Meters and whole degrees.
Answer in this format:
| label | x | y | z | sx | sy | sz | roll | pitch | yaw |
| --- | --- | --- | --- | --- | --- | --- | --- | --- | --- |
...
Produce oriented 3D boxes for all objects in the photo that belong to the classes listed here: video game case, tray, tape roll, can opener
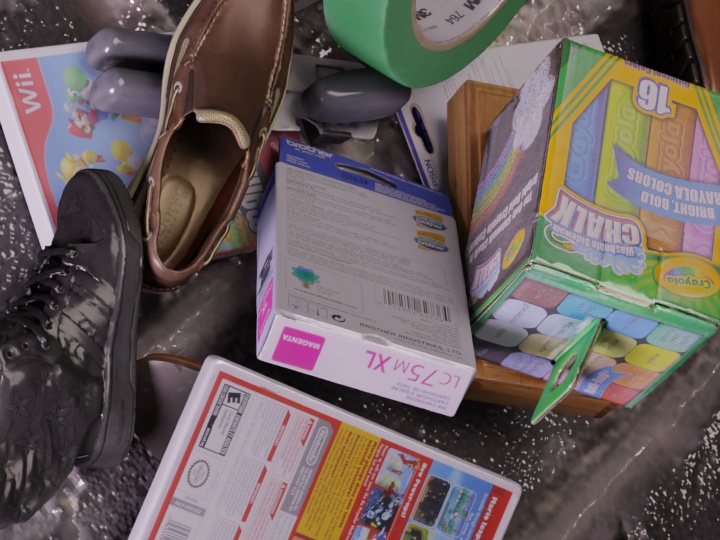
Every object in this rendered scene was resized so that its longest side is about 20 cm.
| label | x | y | z | sx | sy | sz | roll | pitch | yaw |
| --- | --- | --- | --- | --- | --- | --- | --- | --- | --- |
| video game case | -0.115 | -0.072 | 1.436 | 0.199 | 0.017 | 0.144 | -12 | 77 | -38 |
| tray | 0.106 | -0.015 | 1.474 | 0.098 | 0.037 | 0.201 | 9 | 62 | -19 |
| tape roll | 0.058 | -0.206 | 1.425 | 0.048 | 0.201 | 0.200 | 32 | 46 | 22 |
| can opener | -0.063 | -0.116 | 1.437 | 0.199 | 0.067 | 0.054 | 5 | 66 | -34 |
| video game case | -0.023 | 0.149 | 1.340 | 0.199 | 0.017 | 0.143 | 24 | 88 | -20 |

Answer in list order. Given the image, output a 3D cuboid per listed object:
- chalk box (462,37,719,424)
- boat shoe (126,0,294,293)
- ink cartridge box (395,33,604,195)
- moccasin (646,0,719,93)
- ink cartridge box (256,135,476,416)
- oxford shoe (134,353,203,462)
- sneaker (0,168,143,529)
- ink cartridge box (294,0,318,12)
| label | x | y | z | sx | sy | sz | roll | pitch | yaw |
| --- | --- | --- | --- | --- | --- | --- | --- | --- | --- |
| chalk box | 0.135 | -0.006 | 1.389 | 0.123 | 0.124 | 0.201 | 18 | 61 | -13 |
| boat shoe | -0.079 | -0.081 | 1.363 | 0.074 | 0.075 | 0.203 | 21 | 81 | -20 |
| ink cartridge box | 0.093 | -0.096 | 1.581 | 0.199 | 0.039 | 0.100 | -10 | 76 | -39 |
| moccasin | 0.244 | -0.143 | 1.693 | 0.077 | 0.074 | 0.202 | 10 | 55 | -23 |
| ink cartridge box | 0.000 | 0.000 | 1.395 | 0.119 | 0.042 | 0.200 | 17 | 32 | -13 |
| oxford shoe | -0.053 | 0.096 | 1.387 | 0.200 | 0.071 | 0.071 | 30 | 28 | -22 |
| sneaker | -0.175 | 0.041 | 1.306 | 0.104 | 0.060 | 0.201 | 3 | 82 | -38 |
| ink cartridge box | 0.004 | -0.243 | 1.502 | 0.200 | 0.146 | 0.083 | -33 | 87 | -45 |
